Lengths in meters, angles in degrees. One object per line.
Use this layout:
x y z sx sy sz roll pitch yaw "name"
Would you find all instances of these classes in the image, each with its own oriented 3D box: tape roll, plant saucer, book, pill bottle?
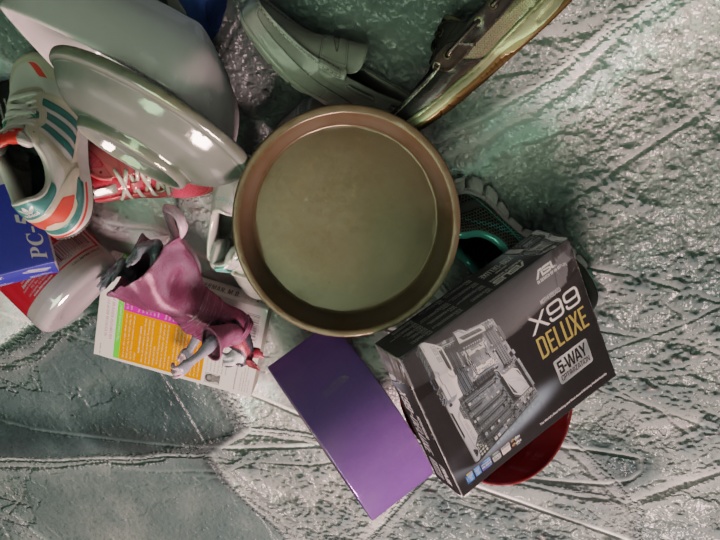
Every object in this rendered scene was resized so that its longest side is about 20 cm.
-0.012 0.163 0.974 0.085 0.200 0.201 -34 117 -10 "tape roll"
-0.190 -0.119 0.784 0.199 0.051 0.200 28 172 4 "plant saucer"
-0.210 0.064 1.061 0.198 0.048 0.135 17 123 2 "book"
-0.373 -0.039 0.976 0.200 0.112 0.112 44 126 1 "pill bottle"
-0.012 -0.043 0.780 0.197 0.029 0.203 0 102 -2 "plant saucer"

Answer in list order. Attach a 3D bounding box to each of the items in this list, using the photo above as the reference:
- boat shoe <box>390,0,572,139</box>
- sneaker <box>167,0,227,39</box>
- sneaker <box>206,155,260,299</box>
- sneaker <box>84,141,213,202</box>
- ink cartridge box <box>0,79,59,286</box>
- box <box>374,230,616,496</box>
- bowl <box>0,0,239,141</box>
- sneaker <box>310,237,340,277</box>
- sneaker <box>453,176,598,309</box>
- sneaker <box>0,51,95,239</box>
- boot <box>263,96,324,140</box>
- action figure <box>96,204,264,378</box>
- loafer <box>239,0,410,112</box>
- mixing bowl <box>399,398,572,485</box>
0.094 -0.194 0.773 0.200 0.073 0.065 -40 93 14 "boat shoe"
-0.101 -0.278 0.765 0.110 0.077 0.201 16 127 6 "sneaker"
-0.129 -0.022 0.933 0.074 0.089 0.201 10 141 13 "sneaker"
-0.240 -0.095 0.928 0.198 0.087 0.074 5 127 11 "sneaker"
-0.376 -0.085 0.904 0.093 0.202 0.044 -15 170 -16 "ink cartridge box"
0.129 0.082 0.823 0.050 0.199 0.159 24 143 60 "box"
-0.197 -0.189 0.804 0.199 0.075 0.200 29 172 9 "bowl"
0.000 0.000 0.897 0.113 0.077 0.200 2 164 4 "sneaker"
0.150 -0.003 0.884 0.199 0.092 0.078 33 128 -9 "sneaker"
-0.313 -0.134 0.861 0.070 0.202 0.093 -17 164 12 "sneaker"
-0.011 -0.078 0.897 0.200 0.074 0.095 48 133 -13 "boot"
-0.178 0.038 0.979 0.199 0.134 0.150 35 84 -24 "action figure"
-0.021 -0.186 0.818 0.199 0.070 0.070 36 117 -22 "loafer"
0.114 0.122 0.942 0.200 0.201 0.108 42 152 -16 "mixing bowl"
